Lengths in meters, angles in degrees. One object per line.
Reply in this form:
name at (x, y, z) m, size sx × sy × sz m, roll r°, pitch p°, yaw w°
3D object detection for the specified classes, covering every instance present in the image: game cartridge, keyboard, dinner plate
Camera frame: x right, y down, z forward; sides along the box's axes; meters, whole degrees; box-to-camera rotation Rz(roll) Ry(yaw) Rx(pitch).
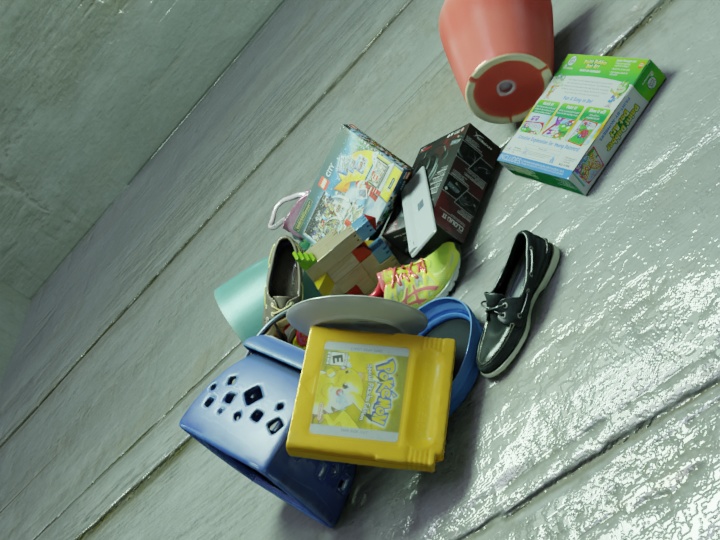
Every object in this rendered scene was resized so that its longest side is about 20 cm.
game cartridge at (0.016, 0.159, 1.173) m, size 0.195 × 0.033 × 0.179 m, roll 3°, pitch 57°, yaw 11°
keyboard at (0.088, -0.093, 1.408) m, size 0.056 × 0.011 × 0.202 m, roll -43°, pitch 26°, yaw 23°
dinner plate at (-0.005, 0.077, 1.262) m, size 0.199 × 0.197 × 0.025 m, roll -24°, pitch 56°, yaw 46°

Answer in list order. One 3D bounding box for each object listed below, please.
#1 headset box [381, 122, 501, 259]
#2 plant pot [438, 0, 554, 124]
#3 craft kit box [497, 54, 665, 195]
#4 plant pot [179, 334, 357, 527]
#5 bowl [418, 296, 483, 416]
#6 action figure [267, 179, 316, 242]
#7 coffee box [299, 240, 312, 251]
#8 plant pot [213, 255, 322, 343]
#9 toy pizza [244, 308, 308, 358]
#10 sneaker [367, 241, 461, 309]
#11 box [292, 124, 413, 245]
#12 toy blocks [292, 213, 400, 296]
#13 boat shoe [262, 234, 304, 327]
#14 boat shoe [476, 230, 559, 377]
headset box at (0.125, -0.115, 1.474) m, size 0.148 × 0.077 × 0.203 m, roll -18°, pitch 42°, yaw 60°
plant pot at (0.225, -0.348, 1.477) m, size 0.199 × 0.199 × 0.180 m, roll -35°, pitch 41°, yaw 34°
craft kit box at (0.310, -0.216, 1.324) m, size 0.200 × 0.048 × 0.200 m, roll -57°, pitch 26°, yaw 1°
plant pot at (-0.102, 0.216, 1.307) m, size 0.198 × 0.201 × 0.182 m, roll 16°, pitch 65°, yaw 41°
bowl at (0.094, 0.133, 1.283) m, size 0.200 × 0.039 × 0.203 m, roll -40°, pitch 30°, yaw 28°
action figure at (-0.067, -0.150, 1.673) m, size 0.201 × 0.146 × 0.136 m, roll 123°, pitch 160°, yaw -49°
coffee box at (-0.040, -0.079, 1.763) m, size 0.124 × 0.044 × 0.199 m, roll -60°, pitch 26°, yaw -11°
plant pot at (-0.129, 0.063, 1.589) m, size 0.160 × 0.201 × 0.201 m, roll -38°, pitch 27°, yaw 2°
toy pizza at (-0.097, 0.145, 1.435) m, size 0.032 × 0.199 × 0.202 m, roll 36°, pitch 90°, yaw 43°
sneaker at (0.069, 0.023, 1.399) m, size 0.200 × 0.090 × 0.079 m, roll -44°, pitch 25°, yaw 16°
box at (-0.015, -0.116, 1.510) m, size 0.037 × 0.136 × 0.202 m, roll -13°, pitch -44°, yaw -58°
toy blocks at (0.000, 0.000, 1.462) m, size 0.136 × 0.201 × 0.100 m, roll -37°, pitch 31°, yaw 1°
boat shoe at (-0.122, 0.046, 1.466) m, size 0.060 × 0.070 × 0.205 m, roll 66°, pitch -153°, yaw -74°
boat shoe at (0.191, 0.038, 1.199) m, size 0.202 × 0.066 × 0.074 m, roll -60°, pitch 27°, yaw -9°
